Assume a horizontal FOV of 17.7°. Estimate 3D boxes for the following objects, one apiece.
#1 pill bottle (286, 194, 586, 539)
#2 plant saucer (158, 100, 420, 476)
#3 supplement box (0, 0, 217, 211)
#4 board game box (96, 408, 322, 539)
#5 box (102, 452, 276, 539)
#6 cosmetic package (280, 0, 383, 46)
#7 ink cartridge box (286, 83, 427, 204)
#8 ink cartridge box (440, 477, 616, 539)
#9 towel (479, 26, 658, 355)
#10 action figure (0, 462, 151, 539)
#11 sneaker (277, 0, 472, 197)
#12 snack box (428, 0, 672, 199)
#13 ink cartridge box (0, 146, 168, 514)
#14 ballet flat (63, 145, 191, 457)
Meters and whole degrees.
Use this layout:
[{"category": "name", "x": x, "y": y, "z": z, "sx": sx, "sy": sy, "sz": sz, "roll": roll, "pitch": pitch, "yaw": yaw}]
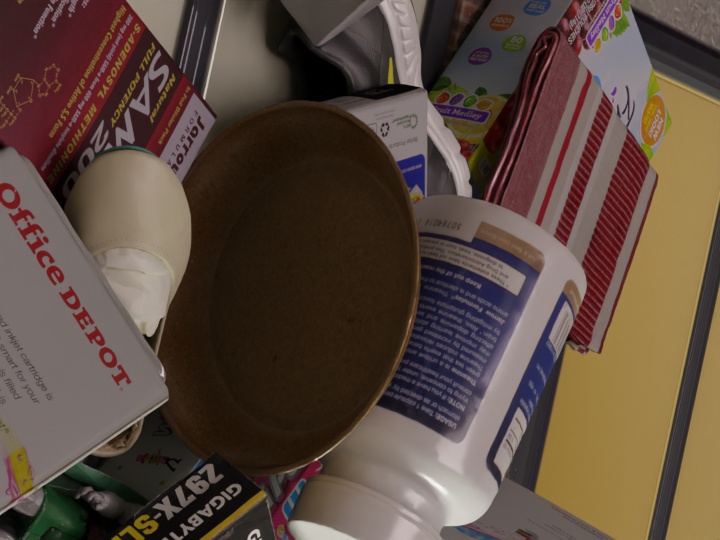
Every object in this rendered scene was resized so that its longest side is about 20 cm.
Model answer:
[{"category": "pill bottle", "x": 0.038, "y": 0.069, "z": 1.269, "sx": 0.111, "sy": 0.110, "sz": 0.201, "roll": 49, "pitch": 61, "yaw": -47}, {"category": "plant saucer", "x": -0.036, "y": 0.011, "z": 1.234, "sx": 0.035, "sy": 0.199, "sz": 0.202, "roll": 16, "pitch": 87, "yaw": -47}, {"category": "supplement box", "x": -0.161, "y": -0.096, "z": 1.158, "sx": 0.109, "sy": 0.061, "sz": 0.200, "roll": -63, "pitch": 143, "yaw": -21}, {"category": "board game box", "x": -0.063, "y": 0.146, "z": 1.354, "sx": 0.148, "sy": 0.064, "sz": 0.201, "roll": -53, "pitch": 136, "yaw": -32}, {"category": "box", "x": -0.106, "y": 0.215, "z": 1.222, "sx": 0.159, "sy": 0.049, "sz": 0.201, "roll": -35, "pitch": 140, "yaw": -25}, {"category": "cosmetic package", "x": 0.020, "y": -0.223, "z": 1.324, "sx": 0.102, "sy": 0.071, "sz": 0.200, "roll": 51, "pitch": 49, "yaw": -2}, {"category": "ink cartridge box", "x": 0.000, "y": 0.000, "z": 1.320, "sx": 0.094, "sy": 0.037, "sz": 0.202, "roll": -19, "pitch": 112, "yaw": -50}, {"category": "ink cartridge box", "x": 0.082, "y": 0.239, "z": 1.419, "sx": 0.200, "sy": 0.144, "sz": 0.146, "roll": -20, "pitch": 137, "yaw": -65}, {"category": "towel", "x": 0.134, "y": -0.046, "z": 1.490, "sx": 0.200, "sy": 0.023, "sz": 0.145, "roll": 45, "pitch": 62, "yaw": -54}, {"category": "action figure", "x": -0.163, "y": 0.134, "z": 1.192, "sx": 0.200, "sy": 0.055, "sz": 0.119, "roll": 29, "pitch": 95, "yaw": -43}, {"category": "sneaker", "x": 0.001, "y": -0.083, "z": 1.383, "sx": 0.085, "sy": 0.074, "sz": 0.201, "roll": -38, "pitch": 119, "yaw": -34}, {"category": "snack box", "x": 0.118, "y": -0.089, "z": 1.532, "sx": 0.200, "sy": 0.067, "sz": 0.169, "roll": -55, "pitch": 139, "yaw": -27}, {"category": "ink cartridge box", "x": -0.207, "y": 0.053, "z": 1.065, "sx": 0.200, "sy": 0.083, "sz": 0.146, "roll": -33, "pitch": 90, "yaw": -45}, {"category": "ballet flat", "x": -0.122, "y": 0.024, "z": 1.167, "sx": 0.069, "sy": 0.069, "sz": 0.201, "roll": -45, "pitch": 161, "yaw": -37}]
